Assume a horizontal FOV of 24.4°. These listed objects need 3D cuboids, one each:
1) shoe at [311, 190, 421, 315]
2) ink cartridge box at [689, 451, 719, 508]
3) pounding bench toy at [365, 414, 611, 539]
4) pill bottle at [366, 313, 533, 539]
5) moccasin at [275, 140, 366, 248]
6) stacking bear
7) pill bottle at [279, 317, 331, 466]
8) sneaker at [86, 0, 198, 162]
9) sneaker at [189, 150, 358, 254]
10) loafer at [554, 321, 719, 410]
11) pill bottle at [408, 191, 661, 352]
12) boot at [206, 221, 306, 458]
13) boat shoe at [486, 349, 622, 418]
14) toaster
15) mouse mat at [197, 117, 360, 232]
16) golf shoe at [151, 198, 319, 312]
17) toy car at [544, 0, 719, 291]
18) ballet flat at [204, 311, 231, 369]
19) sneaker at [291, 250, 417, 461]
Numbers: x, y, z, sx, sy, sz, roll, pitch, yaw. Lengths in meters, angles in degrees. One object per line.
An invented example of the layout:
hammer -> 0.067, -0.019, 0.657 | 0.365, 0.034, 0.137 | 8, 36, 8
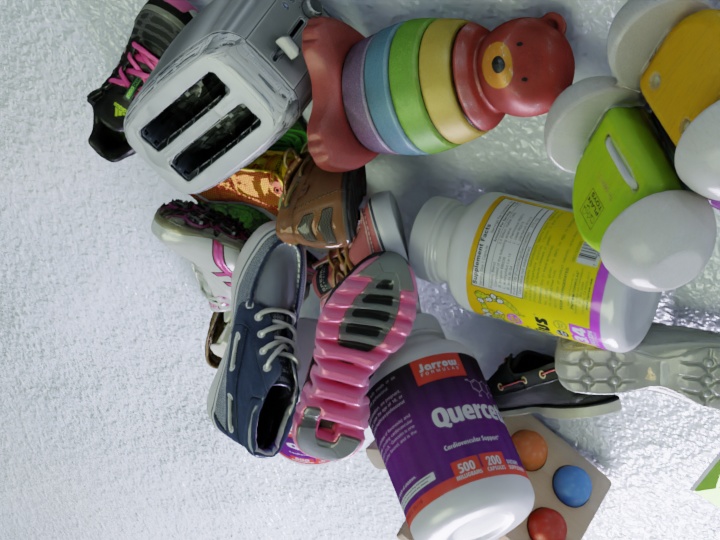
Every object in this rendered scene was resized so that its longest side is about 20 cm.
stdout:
shoe -> 0.000, 0.000, 1.475 | 0.091, 0.072, 0.200 | -12, 154, 2
ink cartridge box -> 0.401, 0.182, 1.397 | 0.200, 0.076, 0.148 | 32, 145, 8
pounding bench toy -> 0.114, 0.206, 1.618 | 0.200, 0.124, 0.156 | 39, 146, -4
pill bottle -> 0.070, 0.142, 1.485 | 0.113, 0.112, 0.201 | 111, 143, -54
moccasin -> -0.036, -0.070, 1.391 | 0.077, 0.202, 0.074 | -4, 119, 7
stacking bear -> 0.069, -0.146, 1.284 | 0.199, 0.114, 0.122 | -6, 84, 31
pill bottle -> -0.052, 0.116, 1.627 | 0.112, 0.113, 0.200 | 27, 164, 13
sneaker -> -0.196, -0.165, 1.498 | 0.074, 0.088, 0.200 | 37, 140, 2
sneaker -> -0.090, -0.088, 1.512 | 0.199, 0.073, 0.077 | 22, 139, 3
loafer -> 0.264, 0.072, 1.396 | 0.199, 0.070, 0.070 | 7, 119, 11
pill bottle -> 0.143, -0.005, 1.379 | 0.199, 0.104, 0.105 | 16, 139, 28
boot -> -0.075, 0.062, 1.471 | 0.090, 0.072, 0.201 | 27, 107, 57
boat shoe -> 0.159, 0.103, 1.527 | 0.201, 0.073, 0.063 | -11, 92, 56
toaster -> -0.112, -0.150, 1.376 | 0.200, 0.129, 0.114 | -33, 108, 35
mouse mat -> -0.105, -0.098, 1.570 | 0.199, 0.008, 0.161 | -6, 126, 43
golf shoe -> -0.120, -0.001, 1.542 | 0.200, 0.092, 0.073 | 25, -169, -44
toy car -> 0.237, -0.088, 1.175 | 0.149, 0.175, 0.200 | 9, 131, -33
ballet flat -> -0.120, 0.043, 1.680 | 0.068, 0.072, 0.200 | 29, 144, -5
sneaker -> -0.008, 0.062, 1.435 | 0.079, 0.095, 0.201 | 20, 114, -7
